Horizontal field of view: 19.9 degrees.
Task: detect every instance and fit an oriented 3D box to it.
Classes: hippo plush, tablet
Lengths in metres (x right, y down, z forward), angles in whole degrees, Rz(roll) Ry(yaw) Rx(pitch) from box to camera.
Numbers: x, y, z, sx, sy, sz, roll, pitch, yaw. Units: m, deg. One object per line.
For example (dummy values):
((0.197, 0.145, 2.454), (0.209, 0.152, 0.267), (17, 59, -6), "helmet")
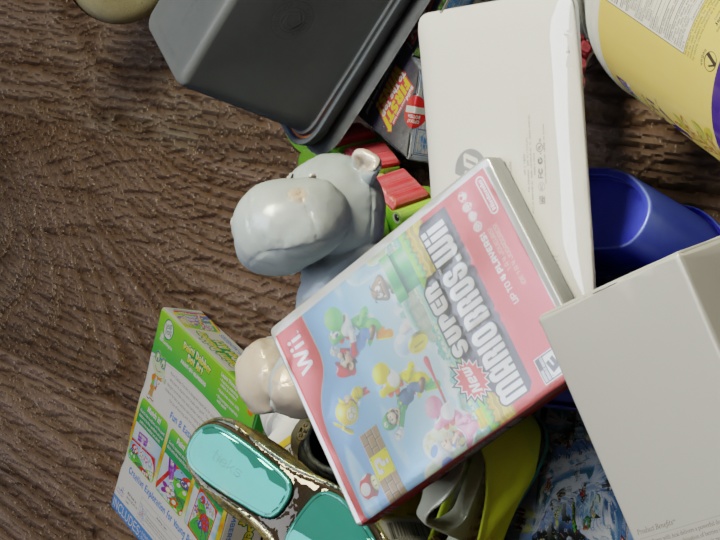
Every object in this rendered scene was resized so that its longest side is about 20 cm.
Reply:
((0.000, 0.000, 1.380), (0.159, 0.200, 0.161), (-4, 101, 46), "hippo plush")
((0.085, -0.060, 1.221), (0.130, 0.014, 0.200), (-2, 92, 48), "tablet")

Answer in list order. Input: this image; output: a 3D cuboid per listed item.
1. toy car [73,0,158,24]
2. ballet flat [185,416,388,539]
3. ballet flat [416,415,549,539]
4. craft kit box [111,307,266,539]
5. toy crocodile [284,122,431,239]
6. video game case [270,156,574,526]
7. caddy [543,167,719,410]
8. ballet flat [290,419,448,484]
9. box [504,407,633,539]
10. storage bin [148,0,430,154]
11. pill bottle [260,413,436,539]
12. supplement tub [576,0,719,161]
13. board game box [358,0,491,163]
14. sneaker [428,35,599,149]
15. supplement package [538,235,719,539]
((-0.235, -0.310, 1.881), (0.200, 0.164, 0.158), (-154, 73, -66), "toy car")
((-0.036, 0.168, 1.383), (0.200, 0.071, 0.071), (37, 118, 29), "ballet flat")
((0.061, 0.176, 1.338), (0.067, 0.067, 0.200), (43, 121, 50), "ballet flat")
((-0.137, 0.159, 1.751), (0.200, 0.049, 0.198), (39, 120, 53), "craft kit box")
((0.010, -0.066, 1.511), (0.200, 0.067, 0.062), (49, 144, 41), "toy crocodile")
((0.041, 0.045, 1.232), (0.200, 0.017, 0.143), (-39, 66, 32), "video game case")
((0.142, 0.015, 1.279), (0.200, 0.105, 0.141), (4, 71, 50), "caddy")
((-0.001, 0.108, 1.360), (0.200, 0.057, 0.066), (-7, 64, 63), "ballet flat")
((0.130, 0.153, 1.333), (0.200, 0.040, 0.137), (1, 85, 58), "box")
((-0.055, -0.205, 1.459), (0.200, 0.134, 0.146), (-55, 42, 26), "storage bin")
((-0.009, 0.167, 1.482), (0.112, 0.112, 0.200), (-54, 43, 39), "pill bottle")
((0.216, -0.140, 1.146), (0.200, 0.145, 0.145), (47, 124, 50), "supplement tub")
((0.042, -0.179, 1.504), (0.200, 0.062, 0.200), (-61, 40, 32), "board game box")
((0.112, -0.132, 1.321), (0.200, 0.081, 0.075), (-51, 6, -21), "sneaker")
((0.208, 0.083, 1.093), (0.121, 0.120, 0.200), (-28, 83, 53), "supplement package")
